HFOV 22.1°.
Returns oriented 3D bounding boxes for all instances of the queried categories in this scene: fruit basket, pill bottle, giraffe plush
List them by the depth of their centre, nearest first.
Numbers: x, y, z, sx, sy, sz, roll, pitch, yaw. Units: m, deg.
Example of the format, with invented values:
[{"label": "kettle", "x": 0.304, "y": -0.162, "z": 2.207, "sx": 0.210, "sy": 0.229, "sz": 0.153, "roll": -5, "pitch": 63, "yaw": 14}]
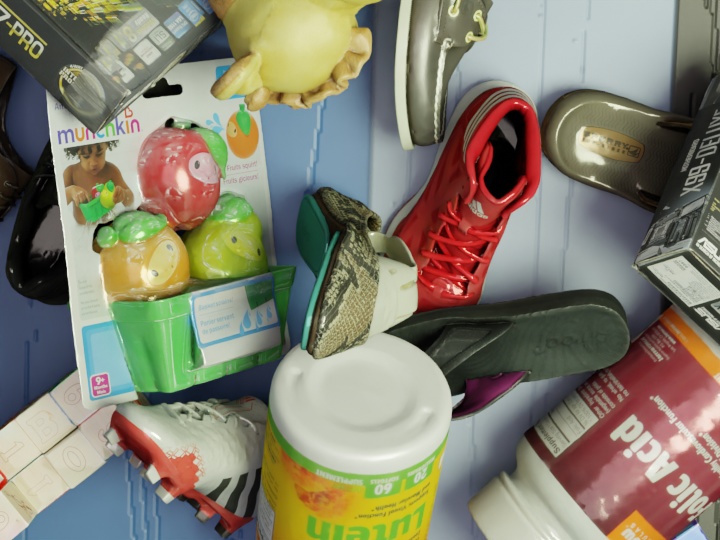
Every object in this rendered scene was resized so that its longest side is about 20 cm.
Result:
[{"label": "giraffe plush", "x": -0.023, "y": -0.177, "z": 1.091, "sx": 0.172, "sy": 0.201, "sz": 0.162, "roll": 13, "pitch": 130, "yaw": -38}, {"label": "fruit basket", "x": -0.111, "y": -0.028, "z": 1.152, "sx": 0.093, "sy": 0.185, "sz": 0.201, "roll": 7, "pitch": 103, "yaw": 39}, {"label": "pill bottle", "x": -0.009, "y": 0.144, "z": 1.160, "sx": 0.110, "sy": 0.111, "sz": 0.201, "roll": 8, "pitch": 132, "yaw": 0}, {"label": "pill bottle", "x": 0.173, "y": 0.122, "z": 1.189, "sx": 0.200, "sy": 0.114, "sz": 0.114, "roll": -42, "pitch": 94, "yaw": 5}]

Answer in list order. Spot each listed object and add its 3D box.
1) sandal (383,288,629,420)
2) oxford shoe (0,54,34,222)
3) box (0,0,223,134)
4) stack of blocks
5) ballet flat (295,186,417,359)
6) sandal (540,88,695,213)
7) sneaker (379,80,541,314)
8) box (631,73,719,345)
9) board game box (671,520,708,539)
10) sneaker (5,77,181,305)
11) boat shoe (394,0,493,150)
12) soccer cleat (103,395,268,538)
[{"label": "sandal", "x": 0.072, "y": 0.059, "z": 1.170, "sx": 0.199, "sy": 0.048, "sz": 0.076, "roll": -15, "pitch": 129, "yaw": 17}, {"label": "oxford shoe", "x": -0.258, "y": -0.046, "z": 1.197, "sx": 0.084, "sy": 0.073, "sz": 0.201, "roll": 7, "pitch": 97, "yaw": -2}, {"label": "box", "x": -0.158, "y": -0.193, "z": 1.123, "sx": 0.161, "sy": 0.200, "sz": 0.049, "roll": 45, "pitch": 132, "yaw": -4}, {"label": "stack of blocks", "x": -0.234, "y": 0.139, "z": 1.197, "sx": 0.200, "sy": 0.115, "sz": 0.059, "roll": -38, "pitch": 95, "yaw": 4}, {"label": "ballet flat", "x": 0.000, "y": 0.000, "z": 1.138, "sx": 0.075, "sy": 0.200, "sz": 0.068, "roll": 11, "pitch": 111, "yaw": -7}, {"label": "sandal", "x": 0.216, "y": -0.071, "z": 1.194, "sx": 0.199, "sy": 0.055, "sz": 0.082, "roll": 16, "pitch": 97, "yaw": -8}, {"label": "sneaker", "x": 0.059, "y": -0.025, "z": 1.173, "sx": 0.078, "sy": 0.116, "sz": 0.201, "roll": 17, "pitch": 97, "yaw": -1}, {"label": "box", "x": 0.273, "y": -0.008, "z": 1.136, "sx": 0.200, "sy": 0.050, "sz": 0.158, "roll": 40, "pitch": 57, "yaw": -21}, {"label": "board game box", "x": 0.178, "y": 0.274, "z": 1.242, "sx": 0.200, "sy": 0.045, "sz": 0.135, "roll": -34, "pitch": 95, "yaw": 4}, {"label": "sneaker", "x": -0.173, "y": -0.068, "z": 1.184, "sx": 0.076, "sy": 0.091, "sz": 0.201, "roll": 20, "pitch": 95, "yaw": 4}, {"label": "boat shoe", "x": 0.055, "y": -0.177, "z": 1.177, "sx": 0.060, "sy": 0.072, "sz": 0.202, "roll": 3, "pitch": 94, "yaw": 4}, {"label": "soccer cleat", "x": -0.097, "y": 0.108, "z": 1.162, "sx": 0.069, "sy": 0.200, "sz": 0.085, "roll": 39, "pitch": 84, "yaw": 27}]
